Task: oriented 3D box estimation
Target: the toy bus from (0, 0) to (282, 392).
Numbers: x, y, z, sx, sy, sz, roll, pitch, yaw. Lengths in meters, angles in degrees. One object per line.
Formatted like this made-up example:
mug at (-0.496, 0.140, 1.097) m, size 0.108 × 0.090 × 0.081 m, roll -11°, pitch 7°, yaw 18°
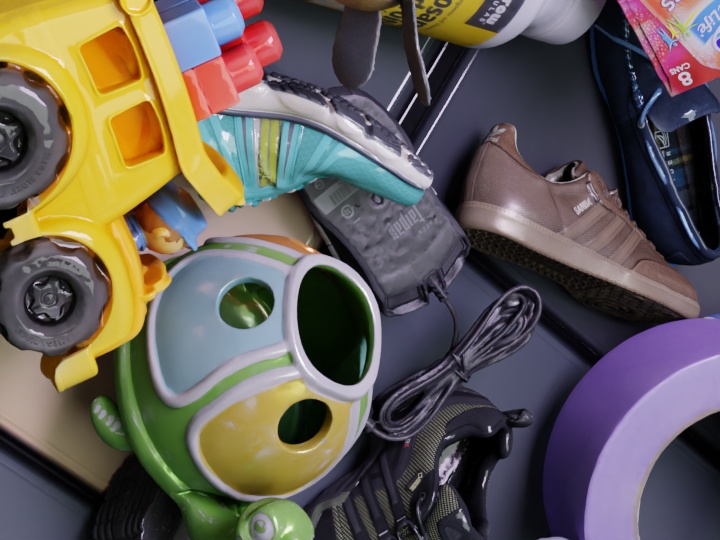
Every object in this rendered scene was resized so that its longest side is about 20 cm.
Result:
toy bus at (-0.122, -0.066, 1.202) m, size 0.191 × 0.136 × 0.201 m, roll -21°, pitch 111°, yaw -8°

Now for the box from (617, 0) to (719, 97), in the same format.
box at (0.210, -0.202, 1.385) m, size 0.096 × 0.099 × 0.201 m, roll 57°, pitch 24°, yaw -25°

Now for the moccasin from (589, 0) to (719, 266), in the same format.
moccasin at (0.201, -0.102, 1.475) m, size 0.080 × 0.068 × 0.202 m, roll -25°, pitch 108°, yaw -27°

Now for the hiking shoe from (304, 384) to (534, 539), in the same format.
hiking shoe at (0.022, 0.153, 1.379) m, size 0.076 × 0.100 × 0.201 m, roll 37°, pitch 77°, yaw -30°

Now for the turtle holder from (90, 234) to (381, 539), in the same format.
turtle holder at (-0.062, 0.063, 1.260) m, size 0.141 × 0.131 × 0.186 m, roll 48°, pitch 43°, yaw -20°

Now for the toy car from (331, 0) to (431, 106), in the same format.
toy car at (-0.016, -0.179, 1.166) m, size 0.157 × 0.164 × 0.202 m, roll -21°, pitch 109°, yaw -19°

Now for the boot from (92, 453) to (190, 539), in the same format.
boot at (-0.107, 0.209, 1.306) m, size 0.132 × 0.070 × 0.201 m, roll 44°, pitch 63°, yaw -30°

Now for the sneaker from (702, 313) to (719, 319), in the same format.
sneaker at (0.302, 0.098, 1.566) m, size 0.115 × 0.080 × 0.201 m, roll -29°, pitch 111°, yaw -24°

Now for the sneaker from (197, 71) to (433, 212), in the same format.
sneaker at (-0.058, -0.070, 1.293) m, size 0.198 × 0.078 × 0.080 m, roll 16°, pitch 100°, yaw -6°

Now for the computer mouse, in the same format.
computer mouse at (0.000, 0.000, 1.371) m, size 0.140 × 0.046 × 0.200 m, roll -44°, pitch 108°, yaw -9°

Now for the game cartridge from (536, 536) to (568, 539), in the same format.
game cartridge at (0.033, 0.232, 1.391) m, size 0.199 × 0.041 × 0.134 m, roll -17°, pitch 145°, yaw -36°

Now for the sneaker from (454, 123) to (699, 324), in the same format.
sneaker at (0.144, -0.026, 1.451) m, size 0.199 × 0.070 × 0.076 m, roll 25°, pitch 73°, yaw -38°

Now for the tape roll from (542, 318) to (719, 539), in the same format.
tape roll at (0.219, 0.136, 1.454) m, size 0.198 × 0.085 × 0.202 m, roll -3°, pitch 104°, yaw -14°

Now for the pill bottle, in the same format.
pill bottle at (0.045, -0.190, 1.334) m, size 0.199 × 0.112 × 0.113 m, roll 12°, pitch 91°, yaw -33°
